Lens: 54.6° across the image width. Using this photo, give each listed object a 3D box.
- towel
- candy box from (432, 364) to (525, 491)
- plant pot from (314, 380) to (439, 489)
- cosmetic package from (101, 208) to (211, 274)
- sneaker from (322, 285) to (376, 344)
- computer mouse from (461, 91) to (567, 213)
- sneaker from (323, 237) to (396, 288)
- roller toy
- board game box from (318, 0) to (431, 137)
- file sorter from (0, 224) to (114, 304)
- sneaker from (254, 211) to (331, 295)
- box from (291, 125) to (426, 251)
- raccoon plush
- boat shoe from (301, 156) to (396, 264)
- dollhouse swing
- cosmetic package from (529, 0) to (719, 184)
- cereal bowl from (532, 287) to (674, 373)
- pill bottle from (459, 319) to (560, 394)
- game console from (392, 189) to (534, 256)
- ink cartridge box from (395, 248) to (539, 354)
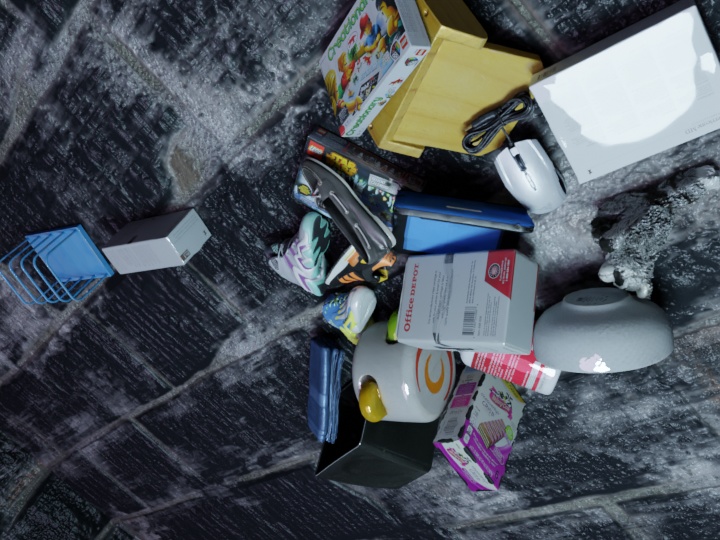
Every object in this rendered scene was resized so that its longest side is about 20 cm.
[{"bbox_3d":[-0.072,0.238,1.415,0.112,0.048,0.200,-153,64,-67],"label":"towel"},{"bbox_3d":[0.218,0.272,1.251,0.061,0.200,0.136,-18,118,40],"label":"candy box"},{"bbox_3d":[0.048,0.333,1.423,0.177,0.200,0.200,27,138,-13],"label":"plant pot"},{"bbox_3d":[-0.408,-0.057,1.390,0.200,0.102,0.074,-9,124,34],"label":"cosmetic package"},{"bbox_3d":[-0.030,0.073,1.285,0.105,0.076,0.200,28,154,16],"label":"sneaker"},{"bbox_3d":[0.228,-0.143,0.960,0.110,0.044,0.200,-29,124,23],"label":"computer mouse"},{"bbox_3d":[0.000,0.000,1.202,0.090,0.070,0.200,33,155,-2],"label":"sneaker"},{"bbox_3d":[0.075,0.183,1.264,0.140,0.200,0.182,-6,158,35],"label":"roller toy"},{"bbox_3d":[0.012,-0.282,0.913,0.200,0.035,0.126,-42,60,55],"label":"board game box"},{"bbox_3d":[-0.697,-0.004,1.585,0.200,0.123,0.139,-5,125,32],"label":"file sorter"},{"bbox_3d":[-0.128,-0.041,1.254,0.140,0.078,0.200,20,141,16],"label":"sneaker"},{"bbox_3d":[-0.007,-0.131,1.140,0.200,0.040,0.137,28,135,5],"label":"box"},{"bbox_3d":[0.412,-0.039,0.952,0.200,0.097,0.134,-22,123,40],"label":"raccoon plush"},{"bbox_3d":[-0.031,-0.094,1.082,0.200,0.057,0.067,45,162,7],"label":"boat shoe"},{"bbox_3d":[0.114,-0.274,0.949,0.182,0.176,0.200,64,146,28],"label":"dollhouse swing"},{"bbox_3d":[0.331,-0.212,0.851,0.200,0.052,0.151,-21,113,31],"label":"cosmetic package"},{"bbox_3d":[0.350,0.077,1.022,0.200,0.200,0.083,-2,104,31],"label":"cereal bowl"},{"bbox_3d":[0.239,0.123,1.171,0.200,0.112,0.112,19,135,13],"label":"pill bottle"},{"bbox_3d":[0.144,-0.048,1.049,0.200,0.171,0.119,8,107,4],"label":"game console"},{"bbox_3d":[0.164,0.051,1.087,0.200,0.145,0.084,-2,163,41],"label":"ink cartridge box"}]
